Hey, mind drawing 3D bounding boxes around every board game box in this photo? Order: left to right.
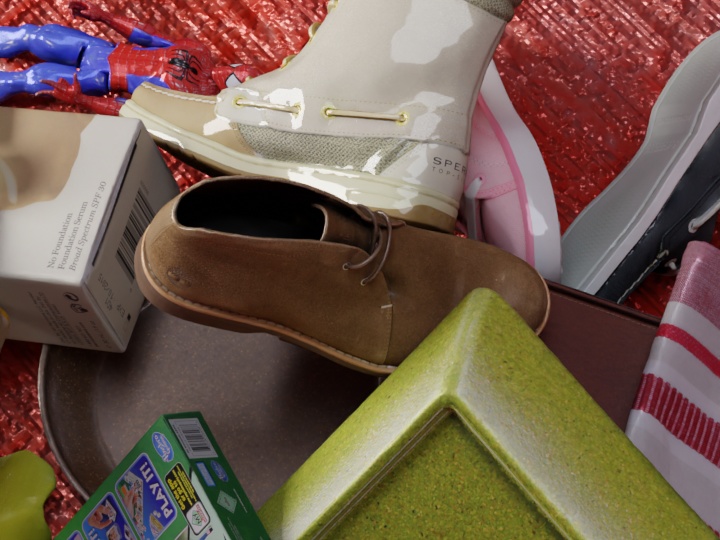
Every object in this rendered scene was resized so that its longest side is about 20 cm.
[{"bbox_3d":[-0.075,0.186,1.171,0.029,0.135,0.200,1,49,-49],"label":"board game box"}]

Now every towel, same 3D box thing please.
[{"bbox_3d":[0.185,0.103,1.221,0.144,0.023,0.200,34,61,-23],"label":"towel"}]

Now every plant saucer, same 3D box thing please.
[{"bbox_3d":[-0.063,0.060,1.286,0.200,0.037,0.201,-1,61,1],"label":"plant saucer"},{"bbox_3d":[0.049,0.146,1.147,0.200,0.048,0.200,48,113,12],"label":"plant saucer"}]

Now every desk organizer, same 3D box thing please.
[{"bbox_3d":[0.051,0.043,1.239,0.199,0.072,0.077,19,61,-8],"label":"desk organizer"}]

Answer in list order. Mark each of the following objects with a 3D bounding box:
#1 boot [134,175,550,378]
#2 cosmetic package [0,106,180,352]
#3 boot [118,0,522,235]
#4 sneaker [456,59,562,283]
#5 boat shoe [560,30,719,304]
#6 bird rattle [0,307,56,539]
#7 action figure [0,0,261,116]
[{"bbox_3d":[0.000,0.000,1.162,0.199,0.075,0.074,9,64,-14],"label":"boot"},{"bbox_3d":[-0.205,-0.027,1.291,0.199,0.071,0.105,5,60,19],"label":"cosmetic package"},{"bbox_3d":[-0.018,-0.110,1.277,0.200,0.072,0.155,17,86,30],"label":"boot"},{"bbox_3d":[0.036,-0.057,1.321,0.104,0.075,0.201,-14,50,-8],"label":"sneaker"},{"bbox_3d":[0.163,-0.034,1.316,0.060,0.076,0.200,40,81,-21],"label":"boat shoe"},{"bbox_3d":[-0.218,0.079,1.185,0.112,0.200,0.164,16,87,15],"label":"bird rattle"},{"bbox_3d":[-0.152,-0.112,1.378,0.199,0.052,0.066,8,58,2],"label":"action figure"}]
